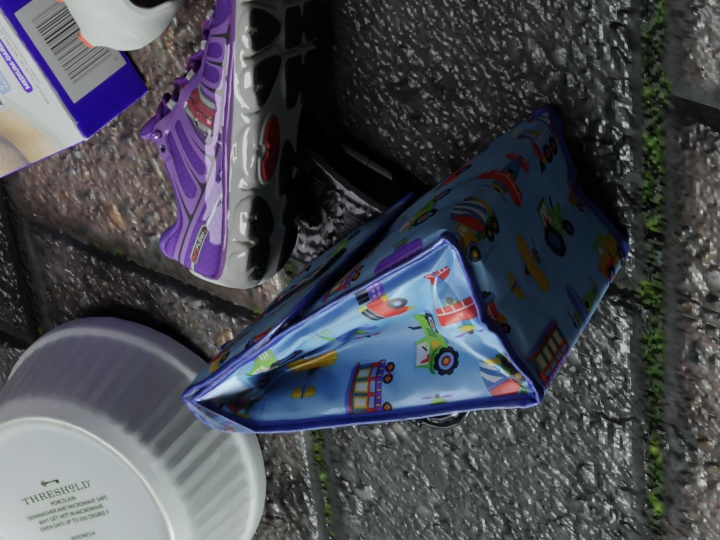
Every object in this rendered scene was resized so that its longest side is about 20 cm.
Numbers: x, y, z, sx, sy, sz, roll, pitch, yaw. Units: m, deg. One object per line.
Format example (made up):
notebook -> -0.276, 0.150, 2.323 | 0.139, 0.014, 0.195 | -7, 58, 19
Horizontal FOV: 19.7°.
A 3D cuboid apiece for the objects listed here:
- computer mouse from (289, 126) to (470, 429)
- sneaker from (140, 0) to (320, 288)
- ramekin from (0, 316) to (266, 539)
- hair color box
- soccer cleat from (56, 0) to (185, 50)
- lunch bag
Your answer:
computer mouse -> 0.000, 0.000, 1.153 | 0.199, 0.046, 0.141 | 28, 126, 10
sneaker -> -0.075, -0.090, 1.075 | 0.083, 0.081, 0.201 | 13, 105, 21
ramekin -> -0.169, 0.141, 1.370 | 0.201, 0.094, 0.204 | 13, 122, 20
hair color box -> -0.229, -0.116, 1.270 | 0.199, 0.065, 0.110 | -16, 111, 52
soccer cleat -> -0.169, -0.209, 1.130 | 0.077, 0.069, 0.200 | -23, 112, 46
lunch bag -> 0.013, 0.019, 1.033 | 0.199, 0.151, 0.094 | -22, 107, 33
